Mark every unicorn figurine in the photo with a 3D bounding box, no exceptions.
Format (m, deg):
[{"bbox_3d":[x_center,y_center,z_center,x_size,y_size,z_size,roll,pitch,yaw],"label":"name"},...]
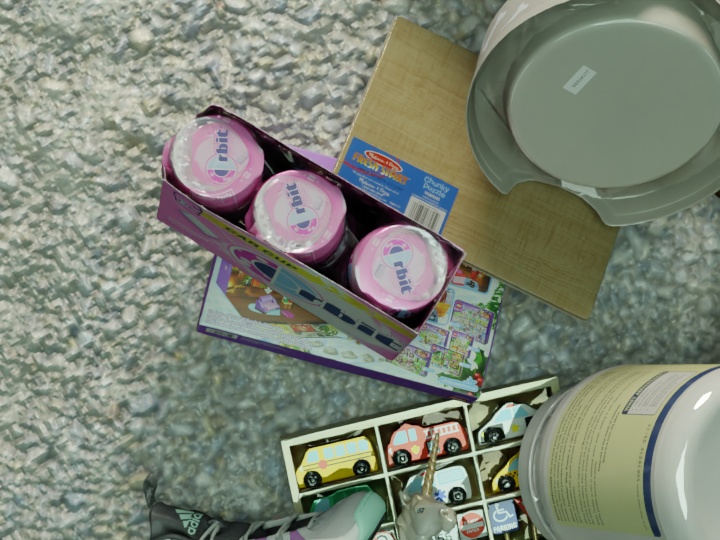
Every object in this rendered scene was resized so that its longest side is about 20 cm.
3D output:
[{"bbox_3d":[0.080,0.232,1.537,0.074,0.137,0.201,-28,117,-11],"label":"unicorn figurine"}]

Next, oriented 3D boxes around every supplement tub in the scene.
[{"bbox_3d":[0.206,0.134,1.505,0.144,0.200,0.146,1,87,-27],"label":"supplement tub"}]

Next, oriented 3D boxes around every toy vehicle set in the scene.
[{"bbox_3d":[0.052,0.155,1.596,0.199,0.027,0.125,-13,94,-4],"label":"toy vehicle set"}]

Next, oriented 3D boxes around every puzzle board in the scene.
[{"bbox_3d":[0.087,-0.069,1.564,0.199,0.017,0.151,25,63,-7],"label":"puzzle board"}]

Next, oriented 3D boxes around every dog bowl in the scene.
[{"bbox_3d":[0.166,-0.121,1.500,0.199,0.059,0.201,-1,133,-1],"label":"dog bowl"}]

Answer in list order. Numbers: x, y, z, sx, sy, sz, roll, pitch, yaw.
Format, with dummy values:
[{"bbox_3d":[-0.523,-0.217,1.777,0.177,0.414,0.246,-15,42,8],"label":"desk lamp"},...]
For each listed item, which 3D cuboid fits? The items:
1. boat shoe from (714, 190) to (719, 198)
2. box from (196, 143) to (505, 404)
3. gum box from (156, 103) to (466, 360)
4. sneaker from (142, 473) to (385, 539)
[{"bbox_3d":[0.254,-0.145,1.584,0.068,0.072,0.201,8,83,0],"label":"boat shoe"},{"bbox_3d":[0.000,0.000,1.566,0.199,0.039,0.137,15,79,-5],"label":"box"},{"bbox_3d":[-0.040,-0.026,1.487,0.199,0.114,0.066,31,77,-1],"label":"gum box"},{"bbox_3d":[-0.089,0.183,1.547,0.200,0.078,0.140,-43,86,14],"label":"sneaker"}]
